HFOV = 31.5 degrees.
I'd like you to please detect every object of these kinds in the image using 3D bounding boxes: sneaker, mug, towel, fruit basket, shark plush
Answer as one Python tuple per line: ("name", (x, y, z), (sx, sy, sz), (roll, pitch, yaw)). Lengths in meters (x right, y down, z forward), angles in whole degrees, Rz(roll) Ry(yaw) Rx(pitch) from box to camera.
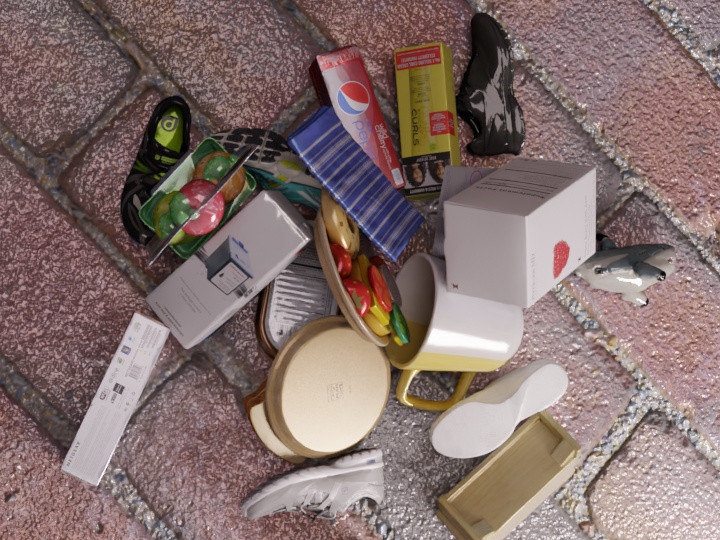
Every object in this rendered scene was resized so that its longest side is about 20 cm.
("sneaker", (0.168, -0.253, 1.747), (0.089, 0.076, 0.204), (-9, 83, -5))
("sneaker", (-0.111, -0.124, 1.667), (0.197, 0.080, 0.078), (23, 38, 8))
("mug", (0.121, 0.077, 1.679), (0.151, 0.187, 0.151), (12, 48, -23))
("sneaker", (-0.056, 0.290, 1.632), (0.197, 0.075, 0.083), (-15, 86, -13))
("towel", (-0.003, -0.112, 1.596), (0.024, 0.145, 0.200), (-39, 95, 27))
("fruit basket", (-0.196, -0.089, 1.520), (0.094, 0.200, 0.185), (43, 89, -6))
("sneaker", (-0.261, -0.131, 1.634), (0.070, 0.083, 0.203), (15, 83, -10))
("shark plush", (0.339, -0.012, 1.777), (0.196, 0.091, 0.084), (5, 62, 9))
("sneaker", (0.179, 0.180, 1.691), (0.198, 0.089, 0.076), (-28, 102, -3))

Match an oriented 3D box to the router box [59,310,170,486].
("router box", (-0.297, 0.157, 1.544), (0.048, 0.179, 0.202), (25, 79, -8))

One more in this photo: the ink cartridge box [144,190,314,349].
("ink cartridge box", (-0.155, -0.004, 1.582), (0.200, 0.146, 0.086), (-43, 89, 5))

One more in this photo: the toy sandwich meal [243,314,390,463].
("toy sandwich meal", (-0.052, 0.152, 1.638), (0.202, 0.070, 0.209), (-7, 104, -30))

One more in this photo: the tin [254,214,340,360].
("tin", (-0.075, 0.026, 1.680), (0.110, 0.042, 0.204), (10, 81, -15))

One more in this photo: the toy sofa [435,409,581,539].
("toy sofa", (0.197, 0.283, 1.693), (0.199, 0.098, 0.083), (-40, 68, -13))

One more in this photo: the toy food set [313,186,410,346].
("toy food set", (0.000, 0.000, 1.604), (0.048, 0.198, 0.202), (-24, 51, 13))

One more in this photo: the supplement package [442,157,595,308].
("supplement package", (0.202, -0.052, 1.599), (0.199, 0.118, 0.123), (-32, 126, -49))

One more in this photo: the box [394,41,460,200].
("box", (0.092, -0.199, 1.720), (0.074, 0.050, 0.204), (-5, 84, 19))

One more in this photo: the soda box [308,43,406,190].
("soda box", (-0.005, -0.193, 1.701), (0.063, 0.070, 0.203), (-18, 88, -12))

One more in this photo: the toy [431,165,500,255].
("toy", (0.161, -0.081, 1.701), (0.198, 0.047, 0.117), (0, 102, -40))
